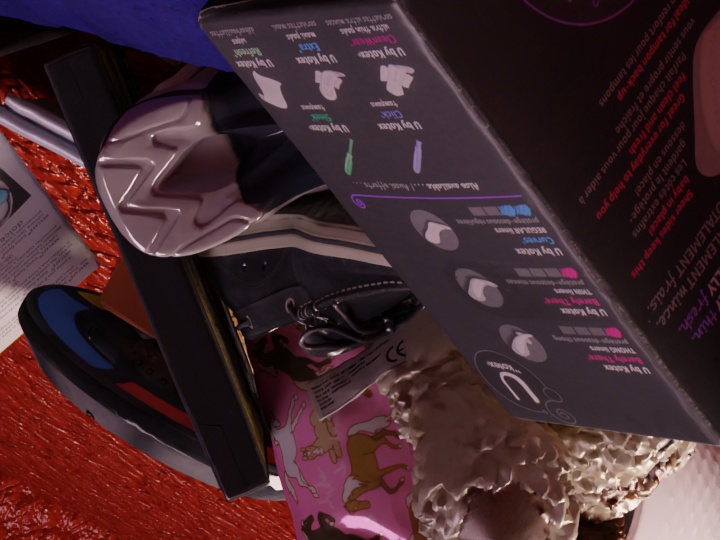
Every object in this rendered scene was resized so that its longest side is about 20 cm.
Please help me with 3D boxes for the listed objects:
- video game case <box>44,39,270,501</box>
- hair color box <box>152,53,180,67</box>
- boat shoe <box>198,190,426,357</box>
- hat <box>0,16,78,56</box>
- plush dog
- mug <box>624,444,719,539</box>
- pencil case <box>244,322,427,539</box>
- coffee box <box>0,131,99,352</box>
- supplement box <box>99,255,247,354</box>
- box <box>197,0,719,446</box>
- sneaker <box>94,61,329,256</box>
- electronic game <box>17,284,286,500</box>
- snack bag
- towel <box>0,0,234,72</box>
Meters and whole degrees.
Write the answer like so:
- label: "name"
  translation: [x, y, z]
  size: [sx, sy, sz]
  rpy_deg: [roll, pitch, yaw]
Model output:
- label: "video game case"
  translation: [-0.089, -0.009, 0.972]
  size: [0.181, 0.025, 0.201]
  rpy_deg: [-118, 6, -82]
- label: "hair color box"
  translation: [-0.081, -0.152, 0.813]
  size: [0.111, 0.064, 0.200]
  rpy_deg: [31, 165, -9]
- label: "boat shoe"
  translation: [0.000, 0.000, 0.850]
  size: [0.200, 0.074, 0.063]
  rpy_deg: [-3, 104, 58]
- label: "hat"
  translation: [-0.182, -0.136, 0.974]
  size: [0.200, 0.200, 0.081]
  rpy_deg: [3, 106, 56]
- label: "plush dog"
  translation: [0.088, 0.049, 0.939]
  size: [0.160, 0.201, 0.172]
  rpy_deg: [23, 169, 46]
- label: "mug"
  translation: [0.107, 0.103, 1.149]
  size: [0.200, 0.148, 0.175]
  rpy_deg: [43, -165, 31]
- label: "pencil case"
  translation: [0.001, 0.080, 0.984]
  size: [0.086, 0.201, 0.083]
  rpy_deg: [-17, 176, 4]
- label: "coffee box"
  translation: [-0.304, -0.039, 1.189]
  size: [0.200, 0.200, 0.198]
  rpy_deg: [44, 172, 27]
- label: "supplement box"
  translation: [-0.049, 0.025, 1.193]
  size: [0.069, 0.067, 0.200]
  rpy_deg: [28, -177, 39]
- label: "box"
  translation: [0.063, -0.054, 0.705]
  size: [0.106, 0.122, 0.200]
  rpy_deg: [3, 139, 51]
- label: "sneaker"
  translation: [-0.007, -0.073, 0.848]
  size: [0.130, 0.198, 0.080]
  rpy_deg: [-102, -14, -72]
- label: "electronic game"
  translation: [-0.096, 0.064, 1.162]
  size: [0.199, 0.042, 0.200]
  rpy_deg: [30, -171, -5]
- label: "snack bag"
  translation: [-0.099, -0.047, 1.158]
  size: [0.188, 0.022, 0.200]
  rpy_deg: [27, -177, 1]
- label: "towel"
  translation: [-0.110, -0.130, 0.749]
  size: [0.199, 0.050, 0.148]
  rpy_deg: [17, 166, 32]
